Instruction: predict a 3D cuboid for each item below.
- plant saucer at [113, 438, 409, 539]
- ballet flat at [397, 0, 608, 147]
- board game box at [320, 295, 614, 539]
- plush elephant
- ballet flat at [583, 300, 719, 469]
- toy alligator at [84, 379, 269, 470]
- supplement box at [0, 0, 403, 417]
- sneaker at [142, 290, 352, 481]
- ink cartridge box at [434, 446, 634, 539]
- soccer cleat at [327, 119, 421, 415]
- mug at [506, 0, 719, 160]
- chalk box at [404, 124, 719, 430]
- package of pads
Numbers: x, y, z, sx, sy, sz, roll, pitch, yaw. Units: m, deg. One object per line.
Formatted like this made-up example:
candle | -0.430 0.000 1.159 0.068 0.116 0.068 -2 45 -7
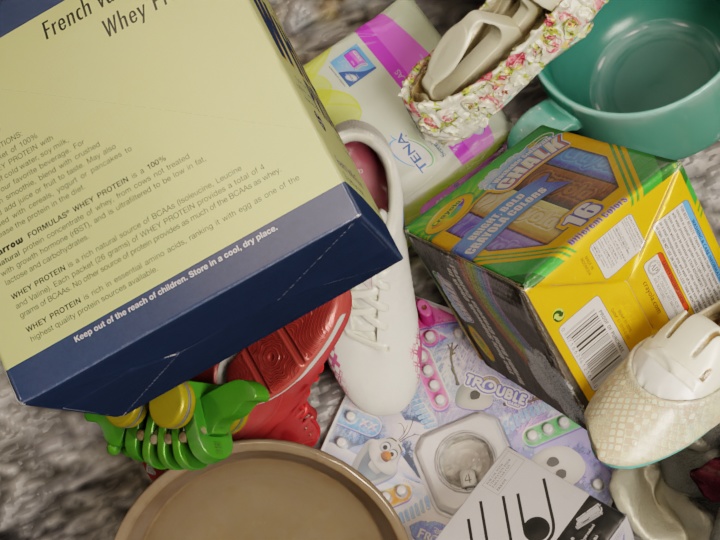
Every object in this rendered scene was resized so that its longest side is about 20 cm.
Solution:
plant saucer | -0.063 0.204 0.833 0.199 0.029 0.201 0 96 -2
ballet flat | 0.102 -0.164 0.859 0.200 0.064 0.076 -49 50 14
board game box | 0.072 0.130 0.883 0.199 0.026 0.200 20 74 18
plush elephant | 0.243 0.113 0.796 0.165 0.200 0.155 -37 44 -20
ballet flat | 0.201 0.036 0.721 0.200 0.062 0.067 -29 44 -21
toy alligator | -0.136 0.097 0.815 0.199 0.059 0.054 -5 78 37
supplement box | -0.115 -0.055 0.716 0.200 0.134 0.200 -29 77 5
sneaker | -0.055 0.067 0.869 0.200 0.115 0.078 -43 65 27
ink cartridge box | 0.071 0.212 0.787 0.094 0.044 0.200 28 68 35
soccer cleat | 0.000 0.000 0.858 0.070 0.086 0.201 -8 91 -1
mug | 0.189 -0.148 0.920 0.184 0.114 0.153 -15 67 17
chalk box | 0.123 -0.004 0.827 0.124 0.125 0.200 -37 26 -10
package of pads | 0.001 -0.085 0.958 0.200 0.068 0.155 -35 67 -1
